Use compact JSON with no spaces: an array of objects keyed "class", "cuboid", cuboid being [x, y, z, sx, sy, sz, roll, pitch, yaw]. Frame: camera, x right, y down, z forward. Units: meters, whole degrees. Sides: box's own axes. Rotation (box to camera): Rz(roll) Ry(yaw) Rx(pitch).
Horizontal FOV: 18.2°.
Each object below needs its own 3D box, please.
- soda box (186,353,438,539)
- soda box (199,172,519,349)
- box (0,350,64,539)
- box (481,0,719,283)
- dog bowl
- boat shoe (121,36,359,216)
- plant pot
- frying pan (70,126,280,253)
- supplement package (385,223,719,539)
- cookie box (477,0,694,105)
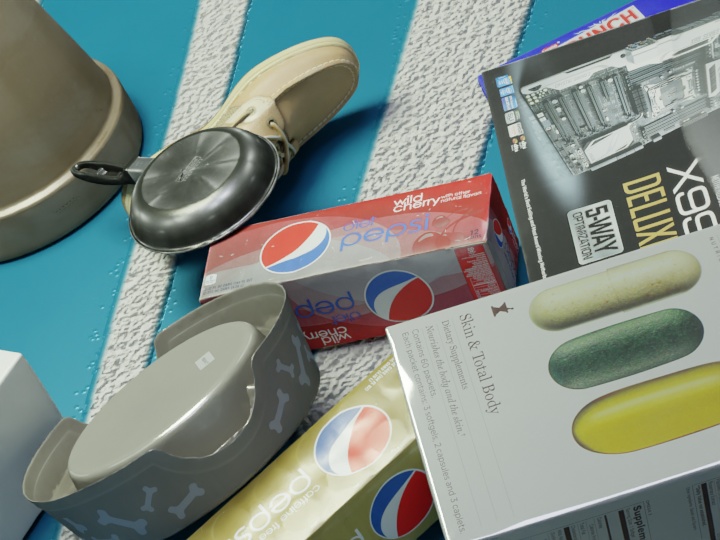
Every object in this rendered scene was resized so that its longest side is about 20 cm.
[{"class":"soda box","cuboid":[-0.016,0.139,1.298,0.200,0.064,0.068,-42,42,-9]},{"class":"soda box","cuboid":[0.000,0.000,1.460,0.198,0.064,0.070,-11,39,17]},{"class":"box","cuboid":[-0.290,0.148,1.425,0.124,0.098,0.201,7,50,34]},{"class":"box","cuboid":[0.166,-0.060,1.333,0.157,0.050,0.201,-17,46,10]},{"class":"dog bowl","cuboid":[-0.109,0.093,1.369,0.199,0.059,0.200,-34,17,12]},{"class":"boat shoe","cuboid":[-0.075,-0.085,1.598,0.200,0.071,0.065,-39,44,0]},{"class":"plant pot","cuboid":[-0.285,-0.133,1.679,0.199,0.174,0.201,-15,41,13]},{"class":"frying pan","cuboid":[-0.126,-0.074,1.552,0.115,0.031,0.190,-37,39,-9]},{"class":"supplement package","cuboid":[0.136,0.099,1.178,0.198,0.151,0.152,-17,47,1]},{"class":"cookie box","cuboid":[0.189,-0.085,1.442,0.170,0.075,0.201,-26,40,2]}]
